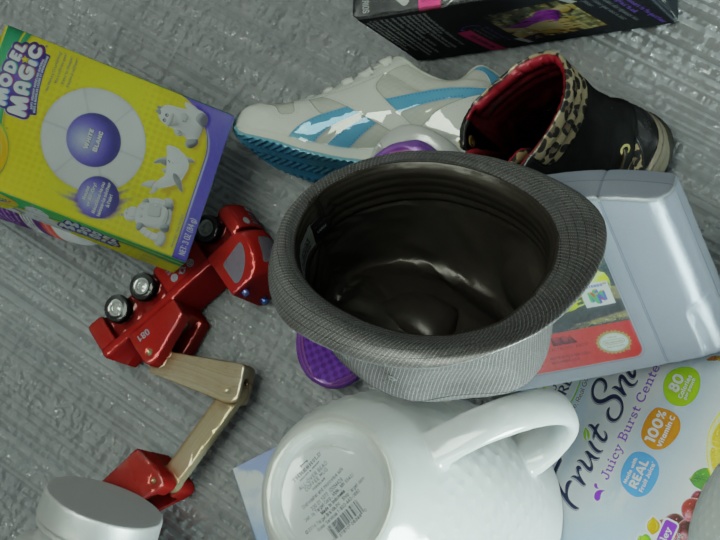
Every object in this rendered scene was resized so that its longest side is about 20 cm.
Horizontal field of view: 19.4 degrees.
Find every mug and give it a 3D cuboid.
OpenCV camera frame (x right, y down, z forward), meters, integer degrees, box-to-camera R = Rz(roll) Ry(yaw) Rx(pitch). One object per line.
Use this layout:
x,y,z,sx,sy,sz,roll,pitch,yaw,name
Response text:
0.042,0.130,1.272,0.200,0.175,0.148,-33,66,19,mug

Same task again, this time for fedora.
0.044,0.015,1.215,0.199,0.091,0.177,14,48,25,fedora

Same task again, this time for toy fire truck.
-0.122,0.065,1.509,0.200,0.049,0.141,-40,65,12,toy fire truck

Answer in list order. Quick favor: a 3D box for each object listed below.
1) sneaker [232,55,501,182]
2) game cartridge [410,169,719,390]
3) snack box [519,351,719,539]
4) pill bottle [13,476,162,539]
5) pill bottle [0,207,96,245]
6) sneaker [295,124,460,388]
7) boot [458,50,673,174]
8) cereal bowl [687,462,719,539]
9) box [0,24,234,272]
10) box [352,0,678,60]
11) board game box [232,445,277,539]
0.008,-0.104,1.475,0.199,0.077,0.081,3,74,19,sneaker
0.116,0.007,1.294,0.199,0.041,0.133,-13,115,28,game cartridge
0.184,0.103,1.340,0.168,0.068,0.201,26,90,30,snack box
-0.205,0.250,1.453,0.112,0.112,0.201,25,103,28,pill bottle
-0.266,-0.096,1.579,0.199,0.111,0.112,17,87,28,pill bottle
0.000,0.000,1.412,0.080,0.088,0.201,28,119,7,sneaker
0.106,-0.042,1.360,0.200,0.150,0.073,-50,55,7,boot
0.291,0.177,1.226,0.199,0.083,0.201,0,88,4,cereal bowl
-0.199,-0.089,1.466,0.199,0.048,0.118,20,75,-12,box
0.105,-0.224,1.429,0.199,0.106,0.123,-6,77,24,box
0.011,0.195,1.423,0.151,0.037,0.201,-28,67,19,board game box
